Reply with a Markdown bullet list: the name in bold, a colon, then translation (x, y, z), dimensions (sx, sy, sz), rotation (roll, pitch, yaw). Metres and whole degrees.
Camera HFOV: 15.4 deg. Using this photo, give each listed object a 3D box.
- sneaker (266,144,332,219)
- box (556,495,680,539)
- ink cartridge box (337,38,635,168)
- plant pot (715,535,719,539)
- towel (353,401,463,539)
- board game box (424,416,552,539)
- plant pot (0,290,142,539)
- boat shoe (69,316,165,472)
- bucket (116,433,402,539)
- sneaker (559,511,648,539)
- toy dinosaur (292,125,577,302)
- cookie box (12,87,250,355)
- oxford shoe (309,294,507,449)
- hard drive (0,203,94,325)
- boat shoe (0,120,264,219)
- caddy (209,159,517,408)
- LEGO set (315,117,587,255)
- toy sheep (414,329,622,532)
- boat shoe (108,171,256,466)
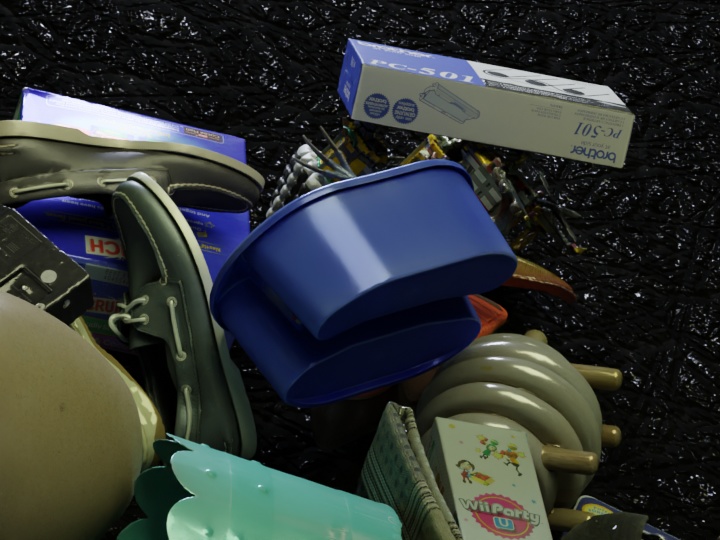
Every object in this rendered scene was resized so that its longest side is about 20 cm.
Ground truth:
- **sneaker**: translation (-0.015, -0.009, 1.925), dimensions (0.081, 0.075, 0.200), rotation (12, 41, -28)
- **box**: translation (0.164, 0.228, 1.697), dimensions (0.121, 0.032, 0.200), rotation (26, 34, 8)
- **ink cartridge box**: translation (0.088, -0.120, 1.910), dimensions (0.200, 0.044, 0.094), rotation (10, 15, -9)
- **plant pot**: translation (0.333, 0.193, 1.670), dimensions (0.181, 0.200, 0.199), rotation (7, 48, -9)
- **towel**: translation (0.026, 0.205, 1.504), dimensions (0.035, 0.193, 0.200), rotation (5, 34, -21)
- **board game box**: translation (0.064, 0.207, 1.566), dimensions (0.064, 0.148, 0.200), rotation (9, 34, -16)
- **plant pot**: translation (-0.206, 0.101, 1.534), dimensions (0.134, 0.200, 0.200), rotation (1, 37, -38)
- **boat shoe**: translation (-0.208, 0.061, 1.703), dimensions (0.201, 0.072, 0.066), rotation (43, 33, 24)
- **bucket**: translation (-0.067, 0.201, 1.460), dimensions (0.135, 0.207, 0.207), rotation (15, 33, -11)
- **sneaker**: translation (0.143, 0.218, 1.616), dimensions (0.104, 0.060, 0.200), rotation (6, 32, -13)
- **toy dinosaur**: translation (0.026, -0.007, 1.810), dimensions (0.200, 0.181, 0.105), rotation (58, 6, -13)
- **cookie box**: translation (-0.168, -0.030, 1.856), dimensions (0.171, 0.075, 0.200), rotation (13, 33, -12)
- **oxford shoe**: translation (0.028, 0.064, 1.833), dimensions (0.071, 0.073, 0.200), rotation (30, 33, 30)
- **hard drive**: translation (-0.286, 0.030, 1.666), dimensions (0.140, 0.038, 0.200), rotation (38, 60, 27)
- **boat shoe**: translation (-0.162, -0.052, 1.786), dimensions (0.200, 0.073, 0.063), rotation (9, 71, -20)
- **caddy**: translation (0.000, 0.000, 1.690), dimensions (0.200, 0.141, 0.105), rotation (-15, 57, -36)
- **LEGO set**: translation (0.075, -0.072, 1.955), dimensions (0.200, 0.116, 0.154), rotation (13, 38, -57)
- **toy sheep**: translation (0.100, 0.106, 1.754), dimensions (0.138, 0.138, 0.200), rotation (22, 35, 3)
- **boat shoe**: translation (-0.127, 0.036, 1.719), dimensions (0.062, 0.073, 0.200), rotation (-19, 88, -23)
